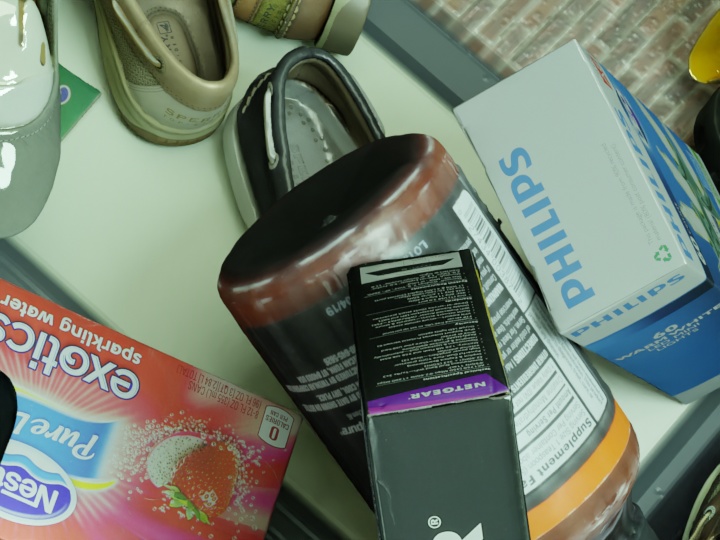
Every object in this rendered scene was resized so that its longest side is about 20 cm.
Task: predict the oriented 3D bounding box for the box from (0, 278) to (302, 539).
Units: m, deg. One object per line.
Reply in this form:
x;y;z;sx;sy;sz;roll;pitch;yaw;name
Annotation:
-0.137;0.072;0.972;0.200;0.095;0.100;26;61;-15;box

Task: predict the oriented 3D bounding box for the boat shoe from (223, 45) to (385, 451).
0.000;0.000;1.081;0.074;0.060;0.200;-9;70;-26;boat shoe

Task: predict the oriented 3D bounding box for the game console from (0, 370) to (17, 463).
-0.195;0.085;0.804;0.200;0.119;0.173;26;80;-34;game console

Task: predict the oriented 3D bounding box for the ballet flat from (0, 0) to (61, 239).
-0.153;-0.112;1.035;0.067;0.064;0.200;3;64;-14;ballet flat

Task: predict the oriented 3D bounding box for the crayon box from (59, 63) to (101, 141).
-0.221;-0.102;1.078;0.200;0.052;0.126;35;61;3;crayon box

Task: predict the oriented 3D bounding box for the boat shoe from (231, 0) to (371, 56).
-0.015;-0.197;1.169;0.068;0.072;0.200;16;61;-9;boat shoe

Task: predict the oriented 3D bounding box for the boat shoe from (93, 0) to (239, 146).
-0.096;-0.157;1.119;0.071;0.065;0.200;-17;77;-25;boat shoe

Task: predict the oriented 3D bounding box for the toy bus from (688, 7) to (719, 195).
0.271;-0.049;1.156;0.192;0.136;0.200;-7;68;-36;toy bus

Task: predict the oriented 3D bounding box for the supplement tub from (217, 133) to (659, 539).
0.038;0.053;0.999;0.107;0.107;0.200;-44;109;-28;supplement tub

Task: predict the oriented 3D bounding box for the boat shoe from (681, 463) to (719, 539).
0.165;0.128;1.057;0.075;0.075;0.202;36;61;4;boat shoe

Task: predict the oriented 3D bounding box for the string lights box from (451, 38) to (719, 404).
0.111;-0.014;1.047;0.059;0.200;0.103;-29;71;13;string lights box

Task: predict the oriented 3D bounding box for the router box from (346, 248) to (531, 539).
0.035;0.111;0.884;0.051;0.149;0.201;-9;108;1;router box
